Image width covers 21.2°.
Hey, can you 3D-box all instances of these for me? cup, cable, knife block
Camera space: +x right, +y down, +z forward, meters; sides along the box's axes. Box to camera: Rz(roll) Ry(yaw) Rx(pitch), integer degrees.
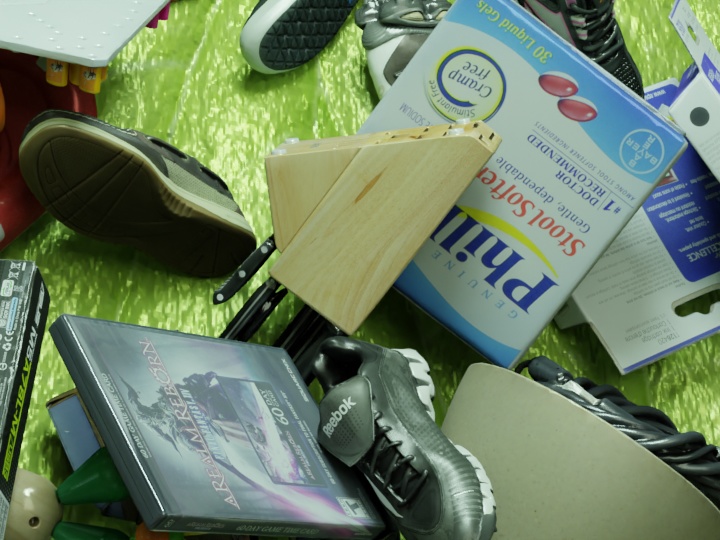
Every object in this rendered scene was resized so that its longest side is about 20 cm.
[{"bbox_3d":[0.115,0.174,1.225,0.200,0.200,0.144,35,78,-2],"label":"cup"},{"bbox_3d":[0.204,0.116,1.299,0.200,0.163,0.051,29,85,-26],"label":"cable"},{"bbox_3d":[0.000,0.000,1.254,0.199,0.064,0.177,-6,102,11],"label":"knife block"}]

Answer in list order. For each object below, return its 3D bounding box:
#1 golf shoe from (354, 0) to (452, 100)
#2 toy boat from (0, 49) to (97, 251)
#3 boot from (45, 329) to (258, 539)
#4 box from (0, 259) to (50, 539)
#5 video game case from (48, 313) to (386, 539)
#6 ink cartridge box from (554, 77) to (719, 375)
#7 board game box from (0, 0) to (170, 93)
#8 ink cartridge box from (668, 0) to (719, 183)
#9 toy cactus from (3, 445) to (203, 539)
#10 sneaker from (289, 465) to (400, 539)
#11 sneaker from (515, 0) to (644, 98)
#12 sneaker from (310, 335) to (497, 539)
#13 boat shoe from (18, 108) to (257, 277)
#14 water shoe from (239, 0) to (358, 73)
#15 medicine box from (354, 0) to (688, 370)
[{"bbox_3d":[0.085,-0.160,1.452,0.199,0.078,0.095,-5,91,-30],"label":"golf shoe"},{"bbox_3d":[-0.253,-0.087,1.228,0.130,0.131,0.200,42,56,2],"label":"toy boat"},{"bbox_3d":[-0.123,0.147,1.213,0.097,0.075,0.201,-20,83,-2],"label":"boot"},{"bbox_3d":[-0.295,0.084,1.133,0.192,0.048,0.201,1,60,7],"label":"box"},{"bbox_3d":[-0.080,0.094,1.131,0.200,0.019,0.143,14,38,-52],"label":"video game case"},{"bbox_3d":[0.207,-0.031,1.443,0.197,0.047,0.201,-20,75,-31],"label":"ink cartridge box"},{"bbox_3d":[-0.237,-0.170,1.250,0.199,0.026,0.200,11,22,4],"label":"board game box"},{"bbox_3d":[0.272,-0.105,1.418,0.200,0.043,0.198,56,17,-4],"label":"ink cartridge box"},{"bbox_3d":[-0.173,0.163,1.137,0.165,0.102,0.201,28,98,14],"label":"toy cactus"},{"bbox_3d":[-0.009,0.207,1.202,0.075,0.085,0.201,6,62,-19],"label":"sneaker"},{"bbox_3d":[0.152,-0.193,1.399,0.080,0.086,0.200,-44,110,-23],"label":"sneaker"},{"bbox_3d":[0.016,0.107,1.168,0.090,0.067,0.200,24,24,-32],"label":"sneaker"},{"bbox_3d":[-0.150,-0.057,1.266,0.200,0.073,0.065,35,25,-46],"label":"boat shoe"},{"bbox_3d":[-0.043,-0.221,1.437,0.079,0.072,0.200,24,54,24],"label":"water shoe"},{"bbox_3d":[0.092,-0.067,1.318,0.182,0.103,0.200,37,98,0],"label":"medicine box"}]
